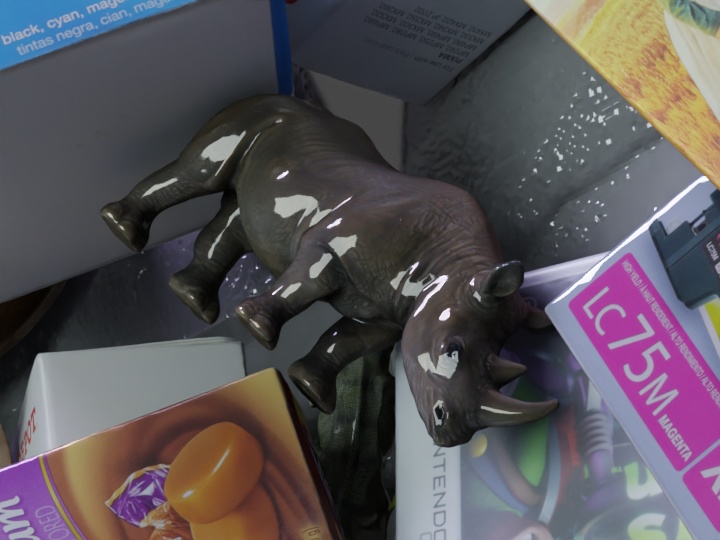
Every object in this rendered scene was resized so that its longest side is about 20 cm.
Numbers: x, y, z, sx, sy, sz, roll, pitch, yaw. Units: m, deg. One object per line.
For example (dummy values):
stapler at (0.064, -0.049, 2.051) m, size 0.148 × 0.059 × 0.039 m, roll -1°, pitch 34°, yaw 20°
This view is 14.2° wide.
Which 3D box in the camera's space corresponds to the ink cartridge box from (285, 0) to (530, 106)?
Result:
ink cartridge box at (0.039, -0.181, 1.088) m, size 0.200 × 0.083 × 0.146 m, roll -42°, pitch 53°, yaw 31°

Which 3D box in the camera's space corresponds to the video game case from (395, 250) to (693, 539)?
video game case at (0.100, 0.074, 0.944) m, size 0.199 × 0.023 × 0.182 m, roll -14°, pitch 61°, yaw 27°

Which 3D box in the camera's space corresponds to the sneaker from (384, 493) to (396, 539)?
sneaker at (0.055, 0.153, 0.989) m, size 0.076 × 0.075 × 0.201 m, roll -26°, pitch 63°, yaw 41°

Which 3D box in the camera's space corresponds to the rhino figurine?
rhino figurine at (0.000, 0.000, 0.997) m, size 0.087 × 0.060 × 0.200 m, roll -46°, pitch 48°, yaw -10°

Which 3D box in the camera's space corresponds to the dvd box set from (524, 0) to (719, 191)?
dvd box set at (0.114, -0.128, 0.928) m, size 0.146 × 0.029 × 0.200 m, roll -46°, pitch 60°, yaw 8°

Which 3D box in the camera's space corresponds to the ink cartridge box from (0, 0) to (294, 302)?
ink cartridge box at (-0.126, -0.120, 1.096) m, size 0.147 × 0.144 × 0.200 m, roll 86°, pitch 161°, yaw -59°

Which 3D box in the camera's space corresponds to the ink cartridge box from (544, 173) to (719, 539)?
ink cartridge box at (0.164, -0.006, 0.901) m, size 0.200 × 0.042 × 0.119 m, roll -39°, pitch 51°, yaw 10°

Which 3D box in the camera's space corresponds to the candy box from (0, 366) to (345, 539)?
candy box at (-0.099, 0.125, 0.986) m, size 0.199 × 0.056 × 0.117 m, roll -21°, pitch 67°, yaw 2°

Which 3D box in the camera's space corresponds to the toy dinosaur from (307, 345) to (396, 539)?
toy dinosaur at (-0.006, 0.090, 1.071) m, size 0.088 × 0.047 × 0.201 m, roll 105°, pitch 176°, yaw -65°

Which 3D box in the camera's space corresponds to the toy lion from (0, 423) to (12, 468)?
toy lion at (-0.202, -0.023, 1.113) m, size 0.200 × 0.068 × 0.192 m, roll 53°, pitch 152°, yaw 41°

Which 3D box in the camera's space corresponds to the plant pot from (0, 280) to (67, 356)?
plant pot at (-0.238, -0.065, 1.307) m, size 0.187 × 0.186 × 0.200 m, roll -65°, pitch 28°, yaw 11°

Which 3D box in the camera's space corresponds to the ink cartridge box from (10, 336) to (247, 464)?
ink cartridge box at (-0.082, 0.144, 1.092) m, size 0.146 × 0.084 × 0.201 m, roll 117°, pitch 148°, yaw -62°
